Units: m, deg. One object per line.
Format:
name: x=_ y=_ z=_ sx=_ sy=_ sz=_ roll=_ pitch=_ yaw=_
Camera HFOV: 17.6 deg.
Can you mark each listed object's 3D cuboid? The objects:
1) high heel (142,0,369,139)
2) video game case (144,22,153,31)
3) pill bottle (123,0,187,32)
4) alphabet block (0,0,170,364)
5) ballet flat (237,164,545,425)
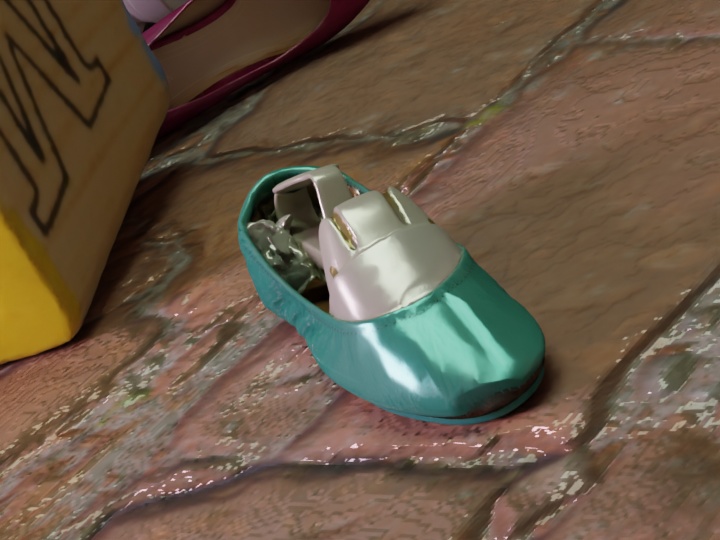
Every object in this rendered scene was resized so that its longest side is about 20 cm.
high heel: x=-0.064 y=-0.128 z=1.214 sx=0.199 sy=0.068 sz=0.096 roll=-26 pitch=13 yaw=13
video game case: x=-0.203 y=-0.111 z=1.412 sx=0.142 sy=0.018 sz=0.200 roll=-18 pitch=23 yaw=17
pill bottle: x=-0.195 y=-0.153 z=1.332 sx=0.199 sy=0.105 sz=0.104 roll=-16 pitch=23 yaw=24
alphabet block: x=-0.227 y=-0.074 z=1.078 sx=0.194 sy=0.197 sz=0.201 roll=-19 pitch=31 yaw=22
ballet flat: x=0.000 y=0.000 z=0.852 sx=0.067 sy=0.071 sz=0.200 roll=-31 pitch=22 yaw=-13
